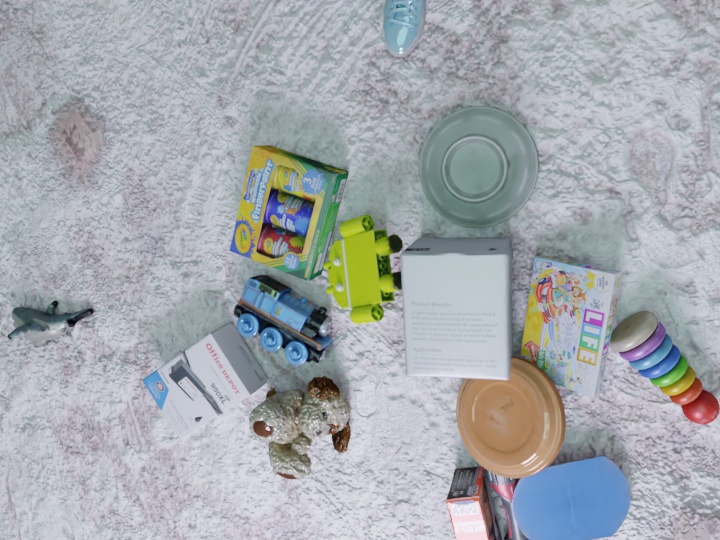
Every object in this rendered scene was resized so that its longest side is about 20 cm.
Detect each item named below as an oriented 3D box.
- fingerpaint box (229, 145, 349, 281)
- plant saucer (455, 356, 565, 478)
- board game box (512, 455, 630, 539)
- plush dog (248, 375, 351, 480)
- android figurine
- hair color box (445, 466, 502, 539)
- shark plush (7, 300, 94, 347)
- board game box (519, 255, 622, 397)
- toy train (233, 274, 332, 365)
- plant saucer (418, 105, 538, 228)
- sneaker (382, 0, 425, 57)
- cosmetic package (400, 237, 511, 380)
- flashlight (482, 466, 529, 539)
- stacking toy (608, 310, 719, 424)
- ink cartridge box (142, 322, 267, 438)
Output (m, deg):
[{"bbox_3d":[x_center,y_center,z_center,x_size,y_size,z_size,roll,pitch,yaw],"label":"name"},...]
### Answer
[{"bbox_3d":[-0.131,-0.105,1.148,0.166,0.073,0.201,21,106,13],"label":"fingerpaint box"},{"bbox_3d":[0.244,0.245,1.069,0.199,0.032,0.202,-5,82,41],"label":"plant saucer"},{"bbox_3d":[0.359,0.391,1.099,0.199,0.039,0.159,-13,105,5],"label":"board game box"},{"bbox_3d":[-0.101,0.274,1.200,0.171,0.161,0.201,-13,125,6],"label":"plush dog"},{"bbox_3d":[0.000,0.000,1.099,0.199,0.041,0.183,-10,84,51],"label":"android figurine"},{"bbox_3d":[0.211,0.469,1.135,0.064,0.111,0.201,-13,97,19],"label":"hair color box"},{"bbox_3d":[-0.674,0.102,1.372,0.199,0.091,0.084,-16,66,25],"label":"shark plush"},{"bbox_3d":[0.336,0.087,1.031,0.134,0.034,0.201,15,106,39],"label":"board game box"},{"bbox_3d":[-0.141,0.093,1.188,0.199,0.087,0.115,28,102,11],"label":"toy train"},{"bbox_3d":[0.189,-0.167,1.046,0.199,0.050,0.201,4,103,17],"label":"plant saucer"},{"bbox_3d":[0.070,-0.447,1.010,0.073,0.082,0.201,14,105,15],"label":"sneaker"},{"bbox_3d":[0.162,0.054,1.036,0.164,0.165,0.201,1,101,15],"label":"cosmetic package"},{"bbox_3d":[0.267,0.428,1.137,0.068,0.068,0.201,-8,103,16],"label":"flashlight"},{"bbox_3d":[0.487,0.163,1.004,0.085,0.085,0.200,-41,91,21],"label":"stacking toy"},{"bbox_3d":[-0.308,0.218,1.264,0.200,0.084,0.145,-34,90,20],"label":"ink cartridge box"}]
